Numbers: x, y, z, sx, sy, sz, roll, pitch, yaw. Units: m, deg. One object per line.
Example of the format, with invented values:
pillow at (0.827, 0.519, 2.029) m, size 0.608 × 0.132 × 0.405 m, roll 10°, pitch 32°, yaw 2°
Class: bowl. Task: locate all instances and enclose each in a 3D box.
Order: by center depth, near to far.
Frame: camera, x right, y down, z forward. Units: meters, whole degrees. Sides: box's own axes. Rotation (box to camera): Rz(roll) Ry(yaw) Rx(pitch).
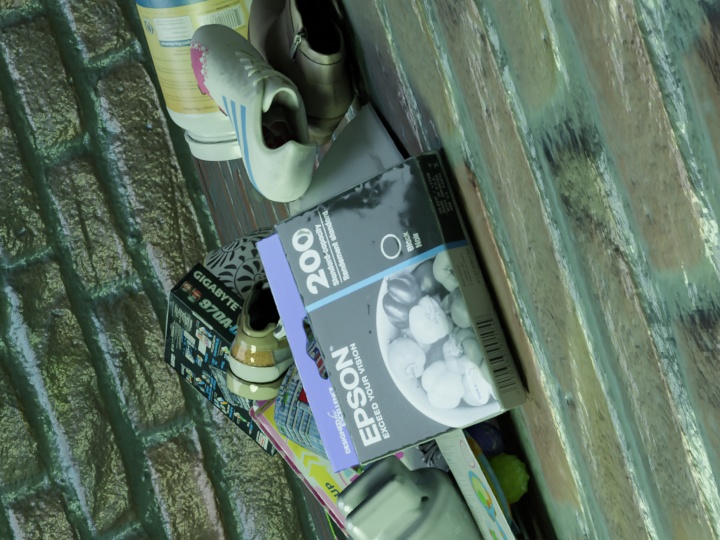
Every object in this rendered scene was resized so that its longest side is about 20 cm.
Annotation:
bowl at (-0.058, 0.017, 1.886) m, size 0.200 × 0.094 × 0.201 m, roll 37°, pitch -160°, yaw -16°

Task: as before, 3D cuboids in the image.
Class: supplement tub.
supplement tub at (-0.141, -0.228, 1.825) m, size 0.145 × 0.143 × 0.202 m, roll -127°, pitch 20°, yaw -64°

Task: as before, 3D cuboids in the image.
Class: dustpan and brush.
dustpan and brush at (-0.023, -0.026, 1.515) m, size 0.057 × 0.200 × 0.140 m, roll 34°, pitch -163°, yaw -34°

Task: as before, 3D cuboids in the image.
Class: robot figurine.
robot figurine at (0.066, 0.245, 1.502) m, size 0.200 × 0.113 × 0.170 m, roll 48°, pitch -173°, yaw -21°

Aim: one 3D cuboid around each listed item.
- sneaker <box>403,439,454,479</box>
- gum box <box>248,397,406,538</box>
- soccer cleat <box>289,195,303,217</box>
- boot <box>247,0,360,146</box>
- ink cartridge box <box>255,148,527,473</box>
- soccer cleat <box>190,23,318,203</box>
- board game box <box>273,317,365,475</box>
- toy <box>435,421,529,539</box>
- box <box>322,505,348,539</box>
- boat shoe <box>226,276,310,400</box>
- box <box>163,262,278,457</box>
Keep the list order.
sneaker at (0.064, 0.134, 1.577) m, size 0.201 × 0.075 × 0.115 m, roll 63°, pitch 169°, yaw -13°
gum box at (-0.002, 0.167, 1.672) m, size 0.201 × 0.113 × 0.066 m, roll 51°, pitch 170°, yaw -3°
soccer cleat at (-0.023, -0.031, 1.803) m, size 0.078 × 0.069 × 0.201 m, roll -56°, pitch 35°, yaw 38°
boot at (-0.050, -0.212, 1.583) m, size 0.147 × 0.070 × 0.201 m, roll 98°, pitch 152°, yaw -58°
ink cartridge box at (0.009, 0.038, 1.361) m, size 0.199 × 0.043 × 0.200 m, roll -25°, pitch 82°, yaw 37°
soccer cleat at (-0.085, -0.151, 1.540) m, size 0.201 × 0.069 × 0.087 m, roll 63°, pitch 144°, yaw 28°
board game box at (0.006, 0.058, 1.480) m, size 0.061 × 0.201 × 0.200 m, roll 30°, pitch 173°, yaw -19°
toy at (0.109, 0.174, 1.410) m, size 0.115 × 0.047 × 0.202 m, roll 144°, pitch 104°, yaw -78°
box at (0.025, 0.219, 1.795) m, size 0.149 × 0.123 × 0.202 m, roll 98°, pitch 154°, yaw -73°
boat shoe at (-0.065, 0.037, 1.635) m, size 0.200 × 0.074 × 0.069 m, roll -65°, pitch -15°, yaw -58°
box at (-0.124, 0.093, 1.807) m, size 0.159 × 0.046 × 0.200 m, roll 40°, pitch 158°, yaw 10°
